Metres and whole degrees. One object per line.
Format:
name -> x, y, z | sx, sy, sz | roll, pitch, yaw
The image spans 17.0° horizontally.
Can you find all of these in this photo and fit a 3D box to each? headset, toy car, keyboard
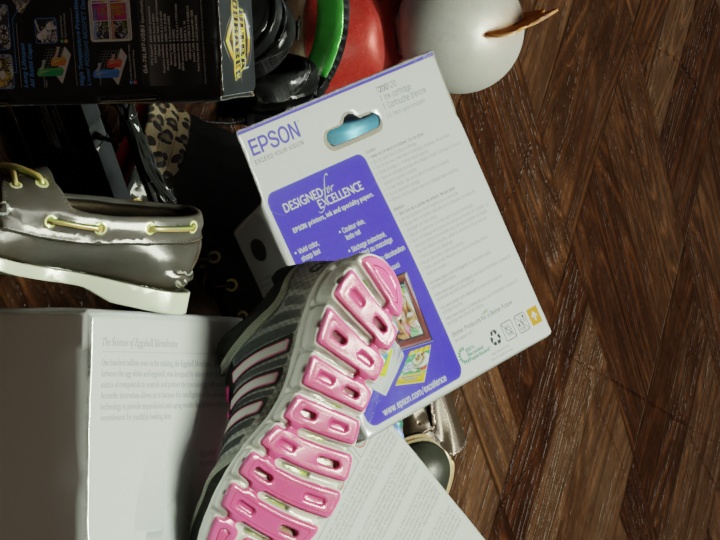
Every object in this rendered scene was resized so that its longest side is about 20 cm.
headset -> -0.058, -0.139, 1.632 | 0.200, 0.094, 0.124 | -55, 142, -29
toy car -> 0.056, -0.182, 1.778 | 0.177, 0.199, 0.185 | -39, 126, -63
keyboard -> -0.154, -0.082, 1.357 | 0.021, 0.127, 0.201 | -42, 134, -29

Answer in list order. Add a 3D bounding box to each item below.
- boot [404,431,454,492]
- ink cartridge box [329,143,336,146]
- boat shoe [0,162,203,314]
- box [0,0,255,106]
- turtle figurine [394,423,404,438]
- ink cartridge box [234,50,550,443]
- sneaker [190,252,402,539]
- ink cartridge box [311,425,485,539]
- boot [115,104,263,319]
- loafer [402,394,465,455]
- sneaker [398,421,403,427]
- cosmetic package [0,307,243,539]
boot -> 0.004, 0.196, 1.612 | 0.200, 0.077, 0.138 | -51, -172, -11
ink cartridge box -> 0.000, 0.000, 1.650 | 0.200, 0.125, 0.129 | 50, 61, -76
boat shoe -> -0.174, -0.026, 1.284 | 0.200, 0.072, 0.061 | 14, 94, -36
box -> -0.156, -0.185, 1.247 | 0.050, 0.197, 0.201 | -20, 108, -65
turtle figurine -> -0.089, 0.136, 1.584 | 0.195, 0.199, 0.144 | -59, 180, -14
ink cartridge box -> 0.014, -0.016, 1.491 | 0.198, 0.043, 0.201 | -25, 94, -46
sneaker -> -0.048, 0.079, 1.365 | 0.074, 0.087, 0.201 | 29, 80, -36
ink cartridge box -> -0.015, 0.166, 1.461 | 0.200, 0.050, 0.163 | 50, 44, -21
boot -> -0.094, -0.003, 1.486 | 0.150, 0.073, 0.201 | 24, 71, -22
loafer -> 0.046, 0.121, 1.882 | 0.073, 0.071, 0.201 | -178, -85, -79
sneaker -> -0.008, 0.147, 1.801 | 0.088, 0.074, 0.201 | 165, -56, -78
cosmetic package -> -0.157, 0.123, 1.345 | 0.199, 0.122, 0.201 | 8, 83, -68
